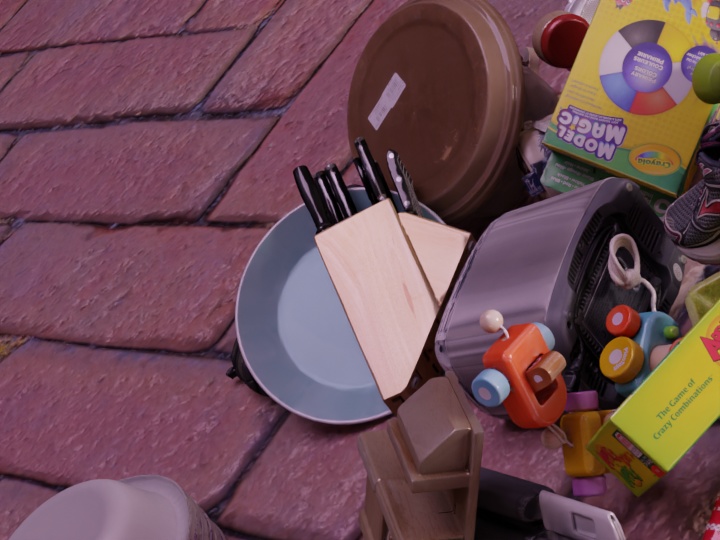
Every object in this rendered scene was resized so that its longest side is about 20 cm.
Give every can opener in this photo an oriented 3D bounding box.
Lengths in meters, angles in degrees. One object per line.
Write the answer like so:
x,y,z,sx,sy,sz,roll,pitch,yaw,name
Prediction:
0.104,0.169,1.255,0.066,0.053,0.200,-17,17,-29,can opener

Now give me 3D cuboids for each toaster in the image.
0.141,0.031,1.362,0.129,0.114,0.200,-13,40,43,toaster

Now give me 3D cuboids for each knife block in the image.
0.000,0.000,1.485,0.175,0.064,0.200,17,74,22,knife block

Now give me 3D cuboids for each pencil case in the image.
0.216,-0.125,1.513,0.200,0.089,0.078,-31,45,11,pencil case

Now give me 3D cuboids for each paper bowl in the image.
-0.207,0.242,1.458,0.200,0.104,0.201,-29,30,19,paper bowl

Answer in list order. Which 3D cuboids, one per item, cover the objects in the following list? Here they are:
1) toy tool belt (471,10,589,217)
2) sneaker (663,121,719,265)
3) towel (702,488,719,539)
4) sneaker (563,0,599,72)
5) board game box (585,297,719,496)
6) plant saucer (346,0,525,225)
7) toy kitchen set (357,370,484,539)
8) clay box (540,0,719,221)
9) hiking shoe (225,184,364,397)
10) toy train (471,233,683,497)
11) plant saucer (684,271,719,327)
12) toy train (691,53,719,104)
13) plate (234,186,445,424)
0.110,-0.149,1.623,0.200,0.125,0.123,-53,25,8,toy tool belt
0.254,-0.066,1.273,0.081,0.075,0.200,-65,6,-22,sneaker
0.267,0.147,1.089,0.144,0.022,0.200,7,64,40,towel
0.259,-0.238,1.631,0.200,0.081,0.088,-40,28,-1,sneaker
0.228,0.045,1.159,0.200,0.048,0.102,-46,-10,-12,board game box
0.054,-0.135,1.554,0.200,0.029,0.201,-5,83,48,plant saucer
-0.018,0.164,1.219,0.180,0.163,0.200,-3,31,-13,toy kitchen set
0.221,-0.142,1.449,0.115,0.048,0.200,22,90,16,clay box
-0.058,0.009,1.623,0.200,0.076,0.101,-58,27,-9,hiking shoe
0.162,0.061,1.236,0.056,0.150,0.200,-9,21,45,toy train
0.324,0.038,1.212,0.200,0.048,0.200,-29,31,15,plant saucer
0.279,-0.139,1.356,0.085,0.200,0.116,-44,26,-10,toy train
-0.005,0.029,1.529,0.200,0.026,0.201,-5,72,16,plate
